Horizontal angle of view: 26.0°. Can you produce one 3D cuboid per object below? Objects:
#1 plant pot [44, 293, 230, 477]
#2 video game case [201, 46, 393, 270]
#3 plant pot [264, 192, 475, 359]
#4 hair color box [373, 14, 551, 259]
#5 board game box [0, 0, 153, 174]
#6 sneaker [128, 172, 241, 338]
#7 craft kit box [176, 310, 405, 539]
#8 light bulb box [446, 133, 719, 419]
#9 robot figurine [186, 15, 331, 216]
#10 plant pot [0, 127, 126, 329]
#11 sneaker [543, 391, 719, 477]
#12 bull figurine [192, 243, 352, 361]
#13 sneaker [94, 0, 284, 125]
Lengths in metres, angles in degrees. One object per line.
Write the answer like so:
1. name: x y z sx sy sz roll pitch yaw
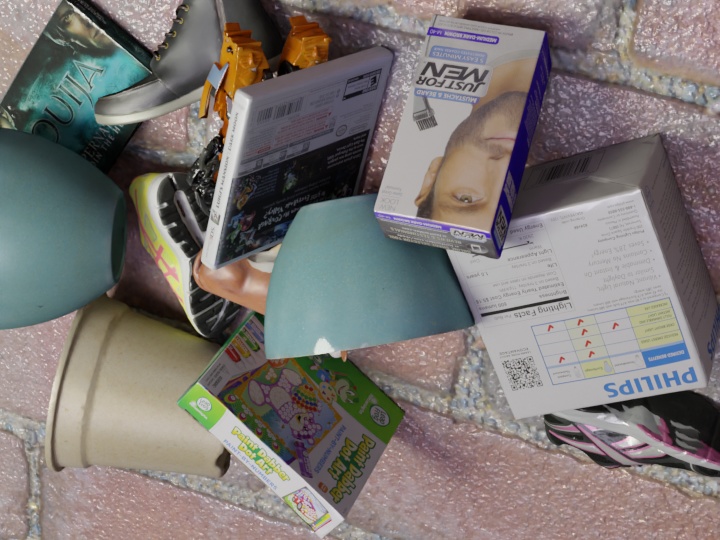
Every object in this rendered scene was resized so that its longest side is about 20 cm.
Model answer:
1. plant pot: -0.217 0.135 1.660 0.182 0.201 0.202 13 122 3
2. video game case: -0.058 -0.106 1.445 0.023 0.199 0.183 34 127 27
3. plant pot: 0.000 0.000 1.456 0.198 0.200 0.136 -9 90 26
4. hair color box: 0.093 -0.120 1.376 0.108 0.202 0.065 11 162 17
5. board game box: -0.293 -0.173 1.606 0.135 0.028 0.200 39 124 -2
6. sneaker: -0.184 -0.022 1.625 0.090 0.078 0.201 17 133 45
7. craft kit box: -0.065 0.141 1.578 0.198 0.200 0.048 45 123 -6
8. light bulb box: 0.209 0.009 1.437 0.197 0.125 0.201 -13 112 27
9. robot figurine: -0.094 -0.138 1.465 0.058 0.144 0.201 54 141 39
10. plant pot: -0.307 -0.038 1.557 0.133 0.201 0.202 4 120 0
11. sneaker: 0.272 0.160 1.536 0.199 0.080 0.087 21 135 20
12. bull figurine: -0.067 0.010 1.576 0.198 0.065 0.122 22 106 -11
13. sneaker: -0.177 -0.215 1.499 0.198 0.075 0.107 -20 104 7
